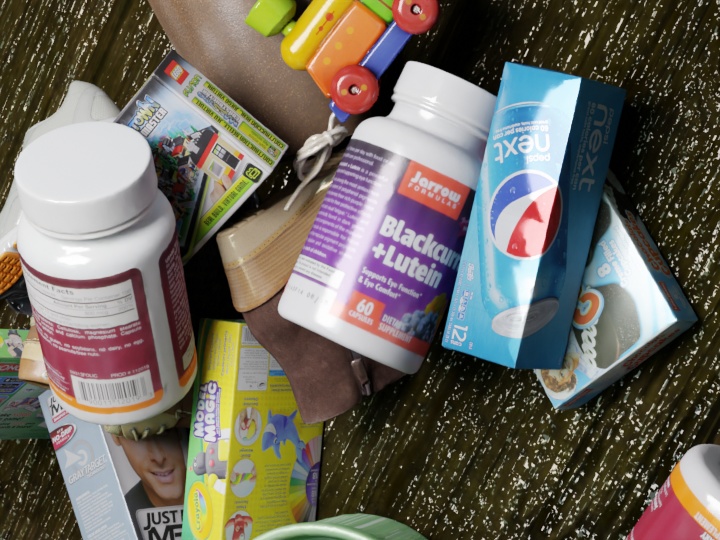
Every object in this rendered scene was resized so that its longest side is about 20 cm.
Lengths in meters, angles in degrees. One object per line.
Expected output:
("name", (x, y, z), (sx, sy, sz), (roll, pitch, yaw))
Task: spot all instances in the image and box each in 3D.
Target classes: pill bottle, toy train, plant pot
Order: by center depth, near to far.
("pill bottle", (0.210, 0.223, 1.215), (0.113, 0.113, 0.201), (42, 112, 31))
("pill bottle", (0.029, -0.039, 1.310), (0.111, 0.111, 0.201), (23, 89, 35))
("toy train", (-0.036, -0.154, 1.322), (0.116, 0.085, 0.200), (38, 99, -4))
("pill bottle", (-0.184, 0.002, 1.334), (0.114, 0.114, 0.201), (28, 139, 34))
("plant pot", (-0.066, -0.187, 1.422), (0.186, 0.187, 0.201), (-17, 93, 35))

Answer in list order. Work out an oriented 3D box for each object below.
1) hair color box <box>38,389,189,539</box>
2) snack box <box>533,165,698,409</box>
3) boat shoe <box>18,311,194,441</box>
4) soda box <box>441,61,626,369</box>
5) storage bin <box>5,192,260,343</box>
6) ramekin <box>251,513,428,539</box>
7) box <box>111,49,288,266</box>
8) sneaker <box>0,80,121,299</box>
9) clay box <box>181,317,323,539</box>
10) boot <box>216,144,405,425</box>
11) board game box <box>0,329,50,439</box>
("hair color box", (-0.181, 0.180, 1.519), (0.060, 0.099, 0.201), (-33, 69, 32))
("snack box", (0.142, -0.016, 1.325), (0.116, 0.037, 0.201), (-40, 65, 29))
("boat shoe", (-0.180, 0.098, 1.474), (0.074, 0.199, 0.076), (-68, 15, -17))
("soda box", (0.119, -0.036, 1.277), (0.064, 0.068, 0.201), (15, 96, 35))
("storage bin", (-0.192, -0.019, 1.542), (0.199, 0.093, 0.136), (11, 94, 38))
("ramekin", (-0.010, 0.275, 1.362), (0.199, 0.098, 0.202), (2, 95, 23))
("box", (-0.150, -0.062, 1.368), (0.110, 0.035, 0.200), (39, 133, -9))
("sneaker", (-0.251, -0.064, 1.496), (0.200, 0.076, 0.092), (-47, 55, 17))
("clay box", (-0.081, 0.139, 1.437), (0.047, 0.115, 0.202), (6, 91, 37))
("boot", (0.000, 0.000, 1.404), (0.167, 0.199, 0.072), (62, 162, -15))
("board game box", (-0.282, 0.096, 1.537), (0.134, 0.199, 0.029), (-39, 65, 28))
